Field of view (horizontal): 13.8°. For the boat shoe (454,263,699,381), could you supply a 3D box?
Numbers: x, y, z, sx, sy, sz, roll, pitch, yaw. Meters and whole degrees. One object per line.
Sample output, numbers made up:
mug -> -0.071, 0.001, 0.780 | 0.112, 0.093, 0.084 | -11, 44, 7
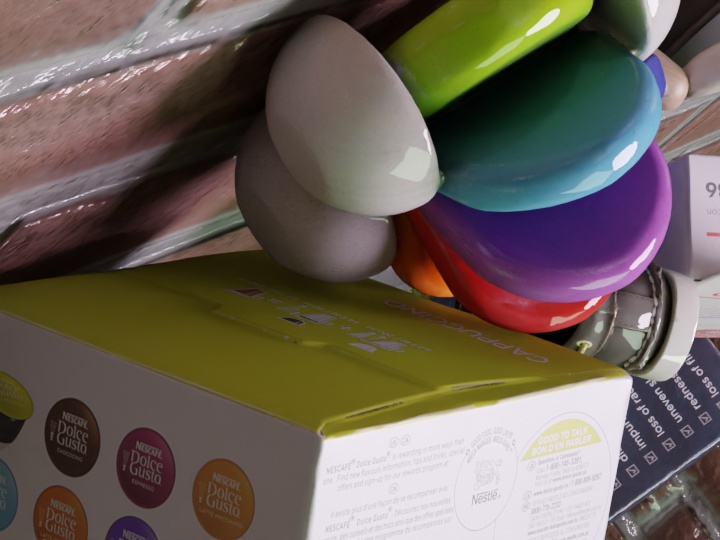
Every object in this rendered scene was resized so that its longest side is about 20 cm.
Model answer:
boat shoe -> 0.092, 0.018, 1.464 | 0.060, 0.072, 0.202 | 14, 175, -24

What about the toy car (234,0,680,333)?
toy car -> 0.056, -0.049, 1.178 | 0.175, 0.150, 0.200 | -33, 171, -19

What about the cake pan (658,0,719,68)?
cake pan -> 0.215, -0.160, 1.570 | 0.200, 0.037, 0.200 | -36, 171, -7

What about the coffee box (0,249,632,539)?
coffee box -> -0.039, 0.114, 1.181 | 0.200, 0.200, 0.198 | -8, 111, -50

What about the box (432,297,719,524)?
box -> 0.078, 0.059, 1.641 | 0.197, 0.200, 0.124 | -35, 176, -7

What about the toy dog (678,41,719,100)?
toy dog -> 0.253, -0.092, 1.516 | 0.194, 0.140, 0.200 | -25, 170, -7

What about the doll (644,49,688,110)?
doll -> 0.092, -0.047, 1.371 | 0.137, 0.048, 0.200 | -62, 167, 25

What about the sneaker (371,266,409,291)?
sneaker -> 0.029, -0.046, 1.401 | 0.091, 0.076, 0.200 | -52, 171, 29

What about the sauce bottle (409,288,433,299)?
sauce bottle -> 0.000, 0.000, 1.509 | 0.200, 0.066, 0.066 | -31, 170, -19

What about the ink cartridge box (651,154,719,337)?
ink cartridge box -> 0.185, -0.012, 1.486 | 0.116, 0.068, 0.200 | 2, 170, -24
